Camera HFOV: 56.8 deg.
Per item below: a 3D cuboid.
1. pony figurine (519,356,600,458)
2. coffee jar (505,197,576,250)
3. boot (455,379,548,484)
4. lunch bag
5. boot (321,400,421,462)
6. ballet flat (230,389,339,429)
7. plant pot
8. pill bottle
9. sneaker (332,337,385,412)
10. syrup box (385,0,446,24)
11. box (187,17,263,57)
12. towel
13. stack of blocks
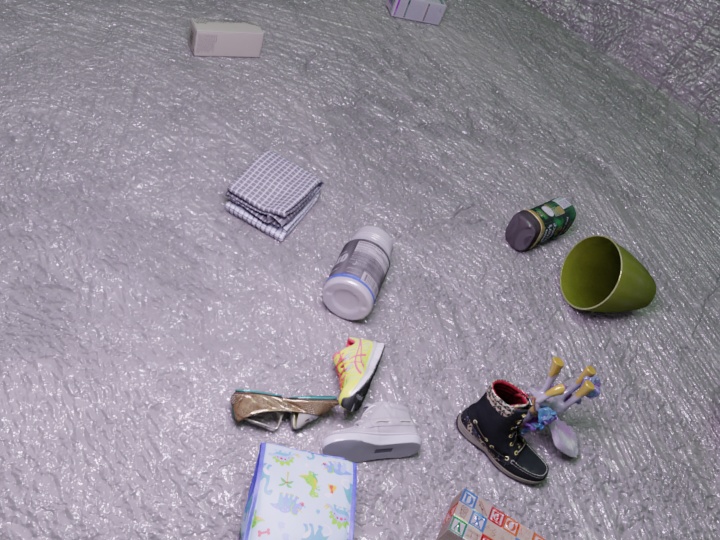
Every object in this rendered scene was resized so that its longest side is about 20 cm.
[{"bbox_3d":[0.388,0.270,1.339,0.192,0.200,0.167,16,37,-31],"label":"pony figurine"},{"bbox_3d":[0.475,-0.123,1.762,0.199,0.105,0.085,-20,58,-35],"label":"coffee jar"},{"bbox_3d":[0.293,0.307,1.263,0.203,0.154,0.073,37,46,11],"label":"boot"},{"bbox_3d":[-0.098,0.383,1.048,0.169,0.128,0.201,15,56,-10],"label":"lunch bag"},{"bbox_3d":[0.013,0.292,1.225,0.199,0.074,0.096,8,41,-27],"label":"boot"},{"bbox_3d":[-0.136,0.254,1.202,0.198,0.070,0.066,6,75,-15],"label":"ballet flat"},{"bbox_3d":[0.638,0.029,1.666,0.199,0.187,0.188,17,44,-29],"label":"plant pot"},{"bbox_3d":[0.000,0.000,1.440,0.113,0.114,0.201,25,45,0],"label":"pill bottle"},{"bbox_3d":[-0.018,0.196,1.284,0.090,0.079,0.200,22,27,4],"label":"sneaker"},{"bbox_3d":[0.201,-0.960,2.408,0.198,0.082,0.079,3,48,-23],"label":"syrup box"},{"bbox_3d":[-0.382,-0.660,1.889,0.199,0.082,0.069,-8,53,-31],"label":"box"},{"bbox_3d":[-0.198,-0.182,1.538,0.165,0.086,0.200,30,45,6],"label":"towel"},{"bbox_3d":[0.235,0.486,1.146,0.199,0.059,0.115,32,46,6],"label":"stack of blocks"}]
